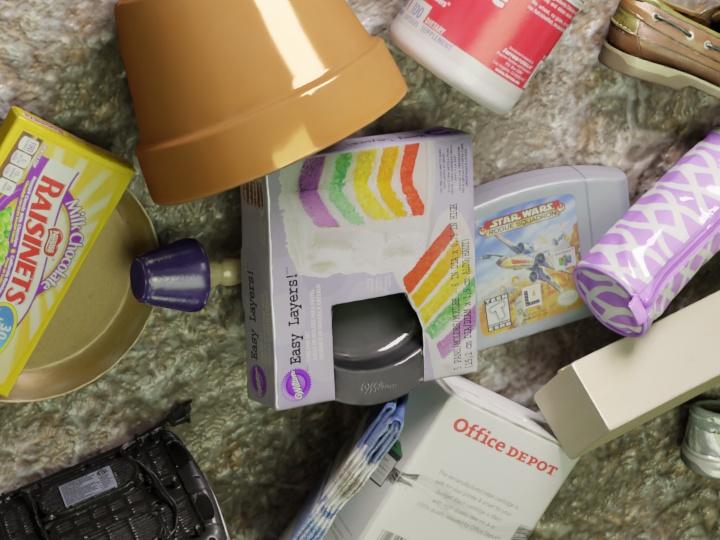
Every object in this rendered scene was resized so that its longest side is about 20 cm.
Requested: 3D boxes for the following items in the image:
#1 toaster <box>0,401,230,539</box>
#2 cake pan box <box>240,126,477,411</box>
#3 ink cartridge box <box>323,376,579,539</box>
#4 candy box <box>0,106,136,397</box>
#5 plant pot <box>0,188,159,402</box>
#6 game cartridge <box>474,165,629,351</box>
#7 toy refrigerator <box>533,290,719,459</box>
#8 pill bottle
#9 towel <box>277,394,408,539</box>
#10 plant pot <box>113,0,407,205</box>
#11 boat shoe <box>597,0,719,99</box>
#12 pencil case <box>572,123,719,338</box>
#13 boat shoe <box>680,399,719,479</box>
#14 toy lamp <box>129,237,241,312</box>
[{"bbox_3d":[-0.181,0.224,1.585,0.199,0.181,0.119,-23,122,-9],"label":"toaster"},{"bbox_3d":[0.000,0.000,1.564,0.183,0.052,0.201,-7,104,-27],"label":"cake pan box"},{"bbox_3d":[0.065,0.191,1.718,0.146,0.084,0.200,27,101,-29],"label":"ink cartridge box"},{"bbox_3d":[-0.255,-0.011,1.506,0.102,0.026,0.201,24,103,-32],"label":"candy box"},{"bbox_3d":[-0.248,0.003,1.546,0.199,0.027,0.201,-8,116,-17],"label":"plant pot"},{"bbox_3d":[0.129,-0.011,1.683,0.199,0.042,0.134,-17,122,-14],"label":"game cartridge"},{"bbox_3d":[0.246,0.077,1.705,0.199,0.076,0.070,-24,77,-29],"label":"toy refrigerator"},{"bbox_3d":[0.118,-0.227,1.536,0.112,0.112,0.200,29,100,-29],"label":"pill bottle"},{"bbox_3d":[-0.021,0.176,1.647,0.024,0.147,0.200,34,101,-2],"label":"towel"},{"bbox_3d":[-0.084,-0.150,1.456,0.199,0.200,0.141,-26,104,-9],"label":"plant pot"},{"bbox_3d":[0.290,-0.174,1.650,0.199,0.072,0.068,9,110,-25],"label":"boat shoe"},{"bbox_3d":[0.261,-0.033,1.668,0.200,0.085,0.084,-44,124,-17],"label":"pencil case"},{"bbox_3d":[0.380,0.137,1.826,0.201,0.075,0.065,-4,119,-12],"label":"boat shoe"},{"bbox_3d":[-0.078,-0.001,1.578,0.199,0.058,0.058,-7,116,-28],"label":"toy lamp"}]
